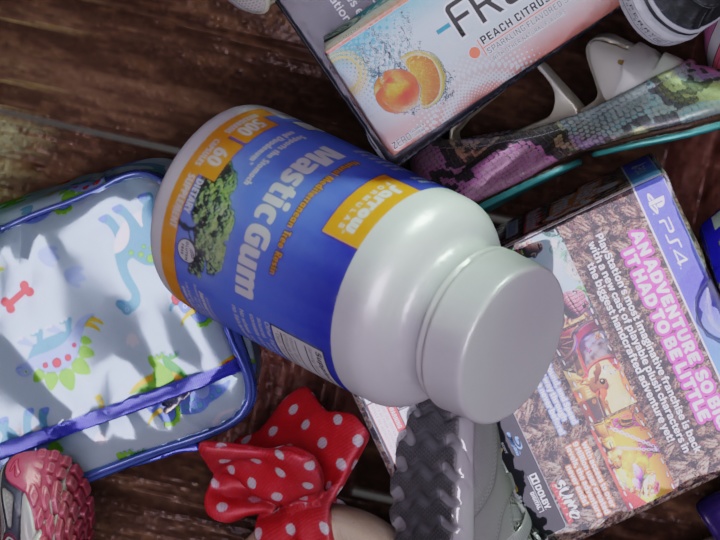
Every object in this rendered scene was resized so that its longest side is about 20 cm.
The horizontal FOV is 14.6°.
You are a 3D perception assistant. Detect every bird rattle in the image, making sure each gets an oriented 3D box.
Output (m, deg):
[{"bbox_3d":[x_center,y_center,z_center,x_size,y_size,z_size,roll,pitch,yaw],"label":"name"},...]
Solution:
[{"bbox_3d":[-0.025,0.174,1.511,0.162,0.113,0.201,28,100,12],"label":"bird rattle"}]

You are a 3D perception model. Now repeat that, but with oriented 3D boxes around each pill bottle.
[{"bbox_3d":[0.000,0.000,1.402,0.199,0.112,0.113,25,101,35],"label":"pill bottle"}]

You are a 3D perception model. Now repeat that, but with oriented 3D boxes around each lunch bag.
[{"bbox_3d":[-0.159,0.038,1.524,0.199,0.082,0.162,-18,100,5],"label":"lunch bag"}]

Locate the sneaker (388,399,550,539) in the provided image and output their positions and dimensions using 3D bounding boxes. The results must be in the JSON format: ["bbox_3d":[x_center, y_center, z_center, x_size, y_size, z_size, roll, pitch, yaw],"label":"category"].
[{"bbox_3d":[0.069,0.152,1.452,0.081,0.075,0.202,-10,97,-26],"label":"sneaker"}]

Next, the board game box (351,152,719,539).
[{"bbox_3d":[0.103,0.054,1.509,0.199,0.097,0.160,-25,97,5],"label":"board game box"}]

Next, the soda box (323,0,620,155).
[{"bbox_3d":[0.079,-0.140,1.377,0.199,0.068,0.064,-33,100,5],"label":"soda box"}]

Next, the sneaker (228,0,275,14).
[{"bbox_3d":[-0.001,-0.193,1.370,0.199,0.081,0.089,-28,99,13],"label":"sneaker"}]

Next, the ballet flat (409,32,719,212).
[{"bbox_3d":[0.114,-0.083,1.494,0.199,0.069,0.072,-20,90,19],"label":"ballet flat"}]

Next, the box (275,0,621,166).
[{"bbox_3d":[0.040,-0.194,1.463,0.199,0.117,0.197,-34,97,7],"label":"box"}]

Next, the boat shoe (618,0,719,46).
[{"bbox_3d":[0.199,-0.175,1.316,0.072,0.071,0.200,50,56,-16],"label":"boat shoe"}]

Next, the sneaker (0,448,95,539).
[{"bbox_3d":[-0.189,0.172,1.507,0.074,0.081,0.201,16,134,4],"label":"sneaker"}]

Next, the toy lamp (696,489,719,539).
[{"bbox_3d":[0.159,0.182,1.547,0.200,0.058,0.058,-38,96,6],"label":"toy lamp"}]

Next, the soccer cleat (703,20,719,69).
[{"bbox_3d":[0.216,-0.160,1.483,0.066,0.076,0.202,0,98,2],"label":"soccer cleat"}]

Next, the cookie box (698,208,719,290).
[{"bbox_3d":[0.271,0.044,1.466,0.075,0.171,0.200,-40,96,10],"label":"cookie box"}]
